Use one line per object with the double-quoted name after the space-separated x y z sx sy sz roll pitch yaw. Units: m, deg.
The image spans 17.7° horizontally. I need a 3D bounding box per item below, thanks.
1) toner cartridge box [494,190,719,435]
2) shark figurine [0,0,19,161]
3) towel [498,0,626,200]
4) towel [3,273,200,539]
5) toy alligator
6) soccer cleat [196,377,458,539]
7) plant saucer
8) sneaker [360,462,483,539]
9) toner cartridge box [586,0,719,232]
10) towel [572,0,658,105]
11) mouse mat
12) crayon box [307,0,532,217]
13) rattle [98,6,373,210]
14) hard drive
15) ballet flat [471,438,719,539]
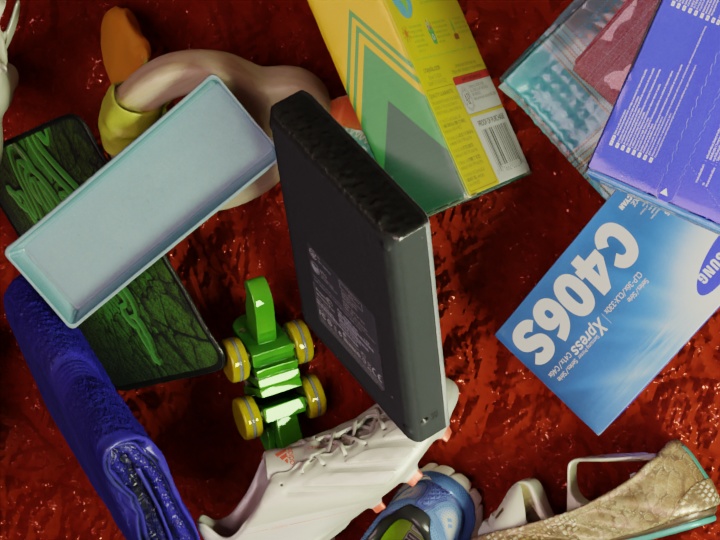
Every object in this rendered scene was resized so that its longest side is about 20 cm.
0.175 0.003 1.417 0.095 0.043 0.200 43 128 8 "toner cartridge box"
-0.270 -0.152 1.521 0.089 0.129 0.215 6 149 -4 "shark figurine"
0.196 -0.095 1.420 0.200 0.022 0.147 48 118 9 "towel"
-0.172 0.102 1.557 0.200 0.049 0.148 50 162 44 "towel"
-0.057 0.097 1.577 0.054 0.059 0.201 -154 49 -68 "toy alligator"
-0.021 0.132 1.525 0.200 0.069 0.078 -43 103 8 "soccer cleat"
-0.140 -0.045 1.494 0.200 0.019 0.070 -38 98 24 "plant saucer"
0.008 0.224 1.547 0.078 0.089 0.201 30 113 19 "sneaker"
0.212 -0.127 1.314 0.095 0.043 0.201 25 91 11 "toner cartridge box"
0.240 -0.105 1.375 0.200 0.023 0.144 44 117 9 "towel"
-0.180 -0.008 1.578 0.161 0.008 0.200 -15 107 54 "mouse mat"
0.029 -0.136 1.434 0.051 0.127 0.201 -23 90 24 "crayon box"
-0.072 -0.119 1.545 0.199 0.143 0.131 -12 115 4 "rattle"
0.000 0.000 1.445 0.140 0.033 0.200 48 159 35 "hard drive"
0.135 0.158 1.488 0.199 0.070 0.066 -21 80 21 "ballet flat"
